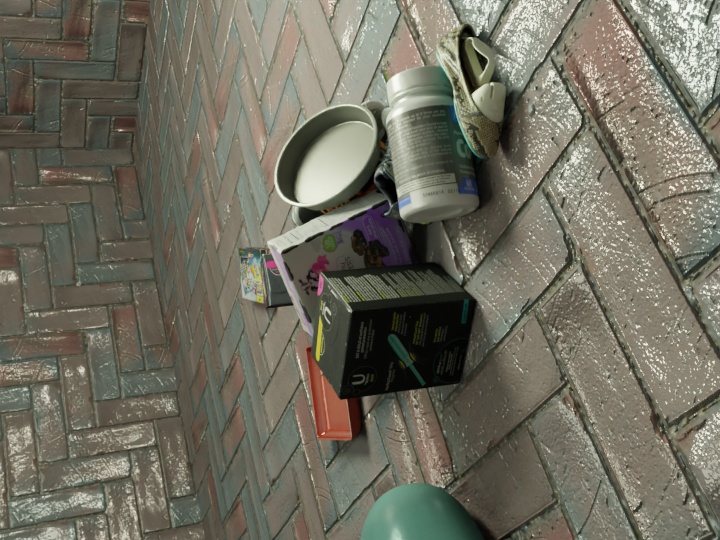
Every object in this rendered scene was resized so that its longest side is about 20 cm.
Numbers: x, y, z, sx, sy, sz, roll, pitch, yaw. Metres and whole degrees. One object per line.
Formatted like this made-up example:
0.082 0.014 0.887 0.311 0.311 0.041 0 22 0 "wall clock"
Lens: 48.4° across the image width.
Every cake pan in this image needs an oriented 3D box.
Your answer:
-0.050 -0.180 1.297 0.200 0.037 0.200 -18 53 26 "cake pan"

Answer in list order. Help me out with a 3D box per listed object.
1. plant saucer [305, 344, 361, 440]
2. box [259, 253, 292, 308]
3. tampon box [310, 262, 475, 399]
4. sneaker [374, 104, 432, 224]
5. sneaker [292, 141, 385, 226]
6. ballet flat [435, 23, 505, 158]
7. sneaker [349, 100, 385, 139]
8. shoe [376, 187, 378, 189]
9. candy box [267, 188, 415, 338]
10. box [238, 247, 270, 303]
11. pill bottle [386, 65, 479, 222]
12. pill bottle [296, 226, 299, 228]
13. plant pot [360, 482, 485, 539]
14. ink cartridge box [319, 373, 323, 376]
-0.053 0.244 1.637 0.200 0.037 0.200 154 110 -65 "plant saucer"
-0.138 0.017 1.628 0.200 0.122 0.106 160 103 -80 "box"
0.044 0.085 1.189 0.126 0.200 0.150 -132 44 -54 "tampon box"
0.059 -0.164 1.210 0.074 0.081 0.200 133 128 -57 "sneaker"
-0.033 -0.135 1.326 0.200 0.078 0.077 -39 36 16 "sneaker"
0.154 -0.247 1.061 0.075 0.068 0.200 -40 54 43 "ballet flat"
-0.023 -0.207 1.403 0.200 0.078 0.099 -52 16 6 "sneaker"
0.034 -0.136 1.366 0.070 0.053 0.200 -53 29 -7 "shoe"
-0.021 -0.008 1.263 0.072 0.200 0.168 35 150 61 "candy box"
-0.267 0.010 2.077 0.200 0.038 0.137 -173 79 -66 "box"
0.098 -0.176 1.129 0.114 0.114 0.200 155 108 -65 "pill bottle"
-0.056 -0.041 1.418 0.200 0.111 0.111 -167 74 -65 "pill bottle"
0.089 0.411 1.167 0.161 0.200 0.201 -107 23 -56 "plant pot"
-0.001 0.150 1.430 0.200 0.095 0.037 135 127 -60 "ink cartridge box"
